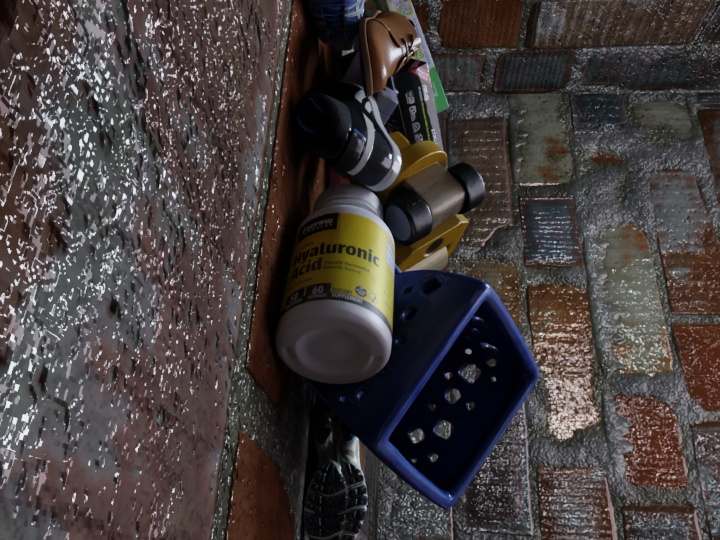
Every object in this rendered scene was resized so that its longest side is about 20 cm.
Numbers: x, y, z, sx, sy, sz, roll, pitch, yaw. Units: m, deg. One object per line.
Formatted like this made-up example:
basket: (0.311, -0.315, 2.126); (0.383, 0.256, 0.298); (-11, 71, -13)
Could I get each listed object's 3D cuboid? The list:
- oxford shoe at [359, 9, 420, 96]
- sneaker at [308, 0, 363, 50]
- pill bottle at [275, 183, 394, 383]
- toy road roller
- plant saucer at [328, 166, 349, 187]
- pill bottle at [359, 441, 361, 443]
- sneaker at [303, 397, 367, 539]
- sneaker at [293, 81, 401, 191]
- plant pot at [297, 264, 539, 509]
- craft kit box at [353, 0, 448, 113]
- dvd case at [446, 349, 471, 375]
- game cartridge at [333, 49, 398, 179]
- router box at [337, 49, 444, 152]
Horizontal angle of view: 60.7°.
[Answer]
oxford shoe: (0.035, -0.267, 0.731); (0.201, 0.070, 0.072); (-78, 168, -49)
sneaker: (-0.024, -0.316, 0.734); (0.200, 0.075, 0.078); (-59, 146, -78)
pill bottle: (-0.020, 0.004, 0.632); (0.201, 0.110, 0.112); (-85, 174, -45)
toy road roller: (0.052, -0.079, 0.777); (0.146, 0.122, 0.201); (49, -29, 22)
plant saucer: (-0.018, -0.140, 0.985); (0.201, 0.050, 0.203); (0, 90, -86)
pill bottle: (0.047, 0.183, 0.986); (0.201, 0.111, 0.112); (-54, -171, 22)
sneaker: (-0.028, 0.265, 0.797); (0.087, 0.077, 0.202); (89, 4, -62)
sneaker: (-0.033, -0.179, 0.691); (0.073, 0.111, 0.201); (-49, -136, 20)
plant pot: (0.058, 0.114, 0.700); (0.201, 0.179, 0.200); (-52, 133, -12)
craft kit box: (0.052, -0.344, 1.009); (0.202, 0.048, 0.197); (67, -11, -15)
dvd case: (0.068, 0.118, 0.847); (0.017, 0.199, 0.144); (24, -35, 52)
game cartridge: (0.000, -0.227, 0.836); (0.201, 0.038, 0.130); (-94, -151, -47)
router box: (0.046, -0.258, 0.970); (0.200, 0.062, 0.151); (44, -24, 53)
